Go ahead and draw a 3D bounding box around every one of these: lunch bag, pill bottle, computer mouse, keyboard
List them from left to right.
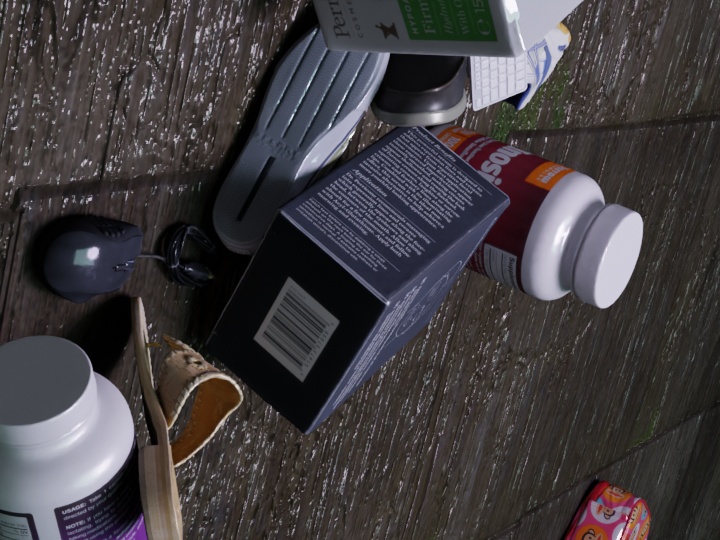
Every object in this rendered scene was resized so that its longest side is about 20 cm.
[{"bbox_3d":[-0.193,0.140,1.034,0.112,0.112,0.202,-44,145,-37],"label":"pill bottle"},{"bbox_3d":[-0.146,-0.004,1.094,0.199,0.034,0.059,0,110,-61],"label":"computer mouse"},{"bbox_3d":[0.109,-0.223,1.295,0.056,0.011,0.202,-20,130,-17],"label":"keyboard"},{"bbox_3d":[0.137,-0.044,1.389,0.113,0.198,0.114,-40,143,-40],"label":"pill bottle"},{"bbox_3d":[0.325,0.398,2.184,0.201,0.081,0.176,-61,152,-13],"label":"lunch bag"}]

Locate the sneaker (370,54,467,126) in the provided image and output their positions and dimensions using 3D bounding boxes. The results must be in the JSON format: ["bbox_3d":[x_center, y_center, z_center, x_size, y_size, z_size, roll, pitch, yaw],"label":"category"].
[{"bbox_3d":[0.043,-0.189,1.215,0.201,0.074,0.107,-81,169,-59],"label":"sneaker"}]

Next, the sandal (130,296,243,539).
[{"bbox_3d":[-0.110,0.096,1.058,0.213,0.069,0.078,-103,-173,-50],"label":"sandal"}]

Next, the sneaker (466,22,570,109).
[{"bbox_3d":[0.123,-0.196,1.388,0.089,0.075,0.200,-62,150,0],"label":"sneaker"}]

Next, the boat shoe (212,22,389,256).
[{"bbox_3d":[-0.044,-0.101,1.184,0.201,0.072,0.062,-57,169,-4],"label":"boat shoe"}]

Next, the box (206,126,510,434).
[{"bbox_3d":[0.000,0.000,1.214,0.200,0.107,0.149,-38,164,-51],"label":"box"}]

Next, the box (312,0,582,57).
[{"bbox_3d":[0.067,-0.275,1.076,0.200,0.170,0.201,-42,126,-37],"label":"box"}]
